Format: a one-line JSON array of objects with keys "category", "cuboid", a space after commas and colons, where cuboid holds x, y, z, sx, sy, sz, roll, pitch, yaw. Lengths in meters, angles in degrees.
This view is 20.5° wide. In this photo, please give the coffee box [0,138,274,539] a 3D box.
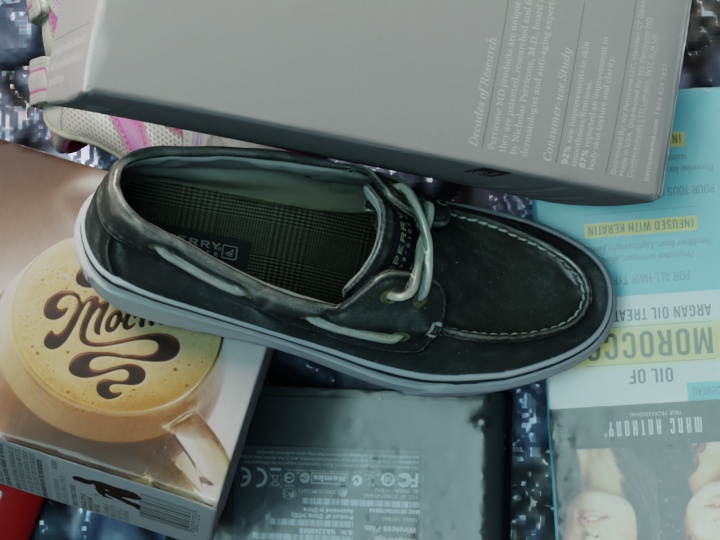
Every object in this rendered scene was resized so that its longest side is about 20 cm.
[{"category": "coffee box", "cuboid": [-0.134, 0.017, 0.756, 0.200, 0.080, 0.113, 18, 70, 0]}]

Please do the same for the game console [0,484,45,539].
[{"category": "game console", "cuboid": [-0.231, 0.084, 0.866, 0.172, 0.119, 0.200, 20, 94, -17]}]

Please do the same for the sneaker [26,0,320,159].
[{"category": "sneaker", "cuboid": [-0.104, -0.094, 0.808, 0.088, 0.081, 0.200, -36, 80, 9]}]

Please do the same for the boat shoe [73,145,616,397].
[{"category": "boat shoe", "cuboid": [0.000, 0.000, 0.701, 0.200, 0.071, 0.072, 6, 72, -11]}]

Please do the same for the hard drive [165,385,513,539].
[{"category": "hard drive", "cuboid": [-0.011, 0.147, 0.798, 0.139, 0.033, 0.200, 1, 86, 14]}]

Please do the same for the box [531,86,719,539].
[{"category": "box", "cuboid": [0.113, 0.034, 0.766, 0.082, 0.049, 0.200, -5, 87, 14]}]

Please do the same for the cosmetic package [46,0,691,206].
[{"category": "cosmetic package", "cuboid": [0.000, -0.079, 0.679, 0.200, 0.107, 0.090, 7, 90, -13]}]
